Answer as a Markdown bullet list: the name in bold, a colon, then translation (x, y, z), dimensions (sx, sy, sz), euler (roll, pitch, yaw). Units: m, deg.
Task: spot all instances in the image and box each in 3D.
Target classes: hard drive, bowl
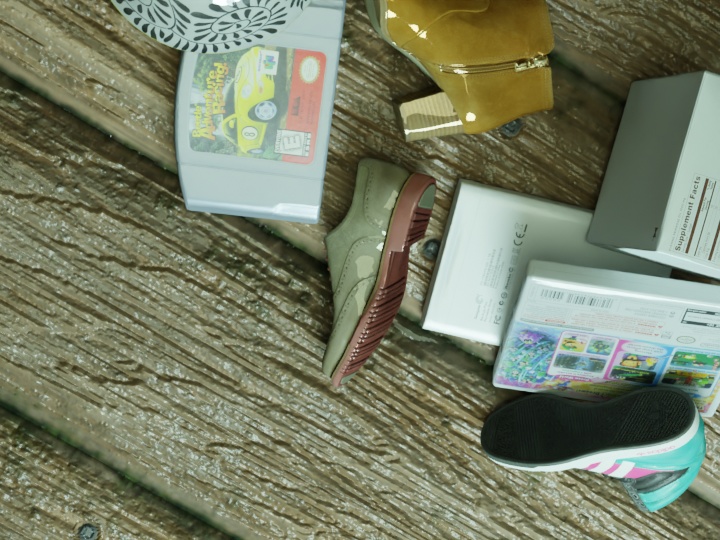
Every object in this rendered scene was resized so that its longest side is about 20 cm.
- **hard drive**: translation (0.164, 0.007, 1.676), dimensions (0.198, 0.027, 0.133), euler (13, 104, -8)
- **bowl**: translation (-0.115, -0.274, 1.515), dimensions (0.198, 0.094, 0.203), euler (0, 92, -7)

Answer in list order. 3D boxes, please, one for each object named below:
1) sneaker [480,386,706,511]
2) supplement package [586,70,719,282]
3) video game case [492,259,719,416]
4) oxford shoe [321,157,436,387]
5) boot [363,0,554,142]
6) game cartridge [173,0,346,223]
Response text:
- **sneaker**: translation (0.214, 0.158, 1.697), dimensions (0.198, 0.084, 0.121), euler (-6, 144, 27)
- **supplement package**: translation (0.318, -0.061, 1.575), dimensions (0.198, 0.191, 0.149), euler (16, 90, -11)
- **video game case**: translation (0.221, 0.059, 1.627), dimensions (0.198, 0.024, 0.183), euler (8, 147, -2)
- **oxford shoe**: translation (0.000, 0.000, 1.649), dimensions (0.074, 0.070, 0.202), euler (25, 104, 16)
- **boot**: translation (0.082, -0.212, 1.593), dimensions (0.143, 0.071, 0.203), euler (-17, 110, -7)
- **game cartridge**: translation (-0.087, -0.143, 1.607), dimensions (0.132, 0.041, 0.202), euler (6, 104, -3)
